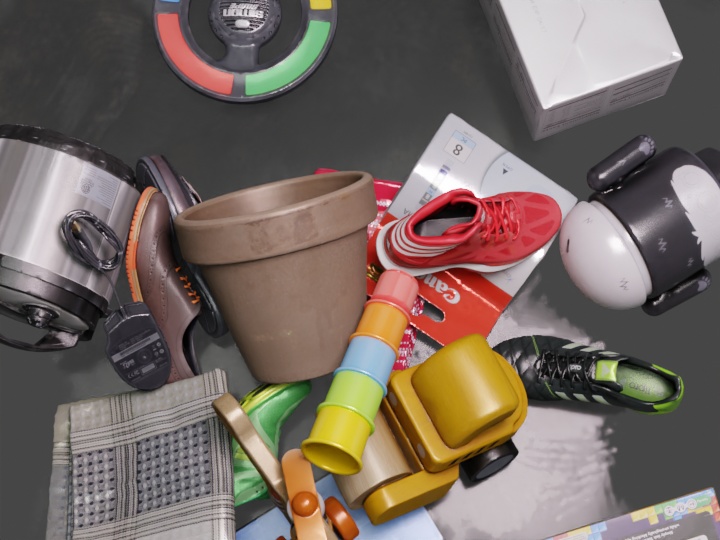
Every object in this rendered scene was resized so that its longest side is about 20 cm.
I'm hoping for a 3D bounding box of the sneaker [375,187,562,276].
[{"bbox_3d":[0.123,-0.041,1.498,0.199,0.115,0.079,-17,85,-21],"label":"sneaker"}]

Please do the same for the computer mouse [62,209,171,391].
[{"bbox_3d":[-0.234,0.029,1.491,0.058,0.034,0.201,-25,114,-12],"label":"computer mouse"}]

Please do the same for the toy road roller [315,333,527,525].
[{"bbox_3d":[0.066,0.139,1.484,0.199,0.146,0.123,-20,68,-24],"label":"toy road roller"}]

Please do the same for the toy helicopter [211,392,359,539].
[{"bbox_3d":[-0.074,0.200,1.447,0.079,0.132,0.201,-36,94,-11],"label":"toy helicopter"}]

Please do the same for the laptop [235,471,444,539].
[{"bbox_3d":[-0.003,0.291,1.491,0.186,0.200,0.116,-31,112,-6],"label":"laptop"}]

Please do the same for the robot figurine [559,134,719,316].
[{"bbox_3d":[0.294,-0.045,1.562,0.199,0.125,0.151,-31,75,-7],"label":"robot figurine"}]

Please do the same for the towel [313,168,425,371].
[{"bbox_3d":[0.000,0.000,1.605,0.143,0.022,0.202,12,77,4],"label":"towel"}]

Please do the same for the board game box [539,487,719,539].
[{"bbox_3d":[0.271,0.318,1.509,0.198,0.057,0.167,-15,79,-3],"label":"board game box"}]

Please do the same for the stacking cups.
[{"bbox_3d":[0.002,0.087,1.447,0.060,0.061,0.201,17,60,4],"label":"stacking cups"}]

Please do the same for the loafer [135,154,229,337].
[{"bbox_3d":[-0.166,-0.030,1.599,0.063,0.072,0.201,-22,82,-28],"label":"loafer"}]

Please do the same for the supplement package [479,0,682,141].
[{"bbox_3d":[0.219,-0.264,1.619,0.155,0.111,0.201,-19,78,-3],"label":"supplement package"}]

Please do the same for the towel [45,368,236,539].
[{"bbox_3d":[-0.215,0.198,1.503,0.198,0.035,0.194,-14,61,17],"label":"towel"}]

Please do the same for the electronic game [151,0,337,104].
[{"bbox_3d":[-0.123,-0.273,1.661,0.198,0.042,0.202,0,77,0],"label":"electronic game"}]

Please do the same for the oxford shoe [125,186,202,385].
[{"bbox_3d":[-0.190,0.017,1.557,0.072,0.071,0.202,1,102,11],"label":"oxford shoe"}]

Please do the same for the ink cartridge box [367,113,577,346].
[{"bbox_3d":[0.102,-0.034,1.581,0.160,0.047,0.201,34,74,-3],"label":"ink cartridge box"}]

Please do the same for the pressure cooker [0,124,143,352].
[{"bbox_3d":[-0.320,-0.024,1.534,0.174,0.179,0.202,15,76,2],"label":"pressure cooker"}]

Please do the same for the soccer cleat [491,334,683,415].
[{"bbox_3d":[0.223,0.100,1.548,0.198,0.081,0.068,10,77,3],"label":"soccer cleat"}]

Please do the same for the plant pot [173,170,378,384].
[{"bbox_3d":[-0.066,0.010,1.508,0.199,0.200,0.176,-13,100,-3],"label":"plant pot"}]

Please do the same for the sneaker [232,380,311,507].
[{"bbox_3d":[-0.111,0.184,1.544,0.083,0.074,0.200,40,84,-6],"label":"sneaker"}]
